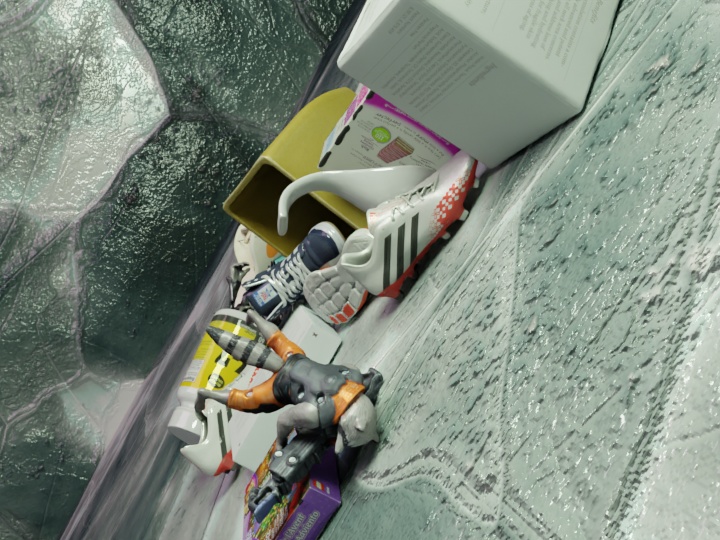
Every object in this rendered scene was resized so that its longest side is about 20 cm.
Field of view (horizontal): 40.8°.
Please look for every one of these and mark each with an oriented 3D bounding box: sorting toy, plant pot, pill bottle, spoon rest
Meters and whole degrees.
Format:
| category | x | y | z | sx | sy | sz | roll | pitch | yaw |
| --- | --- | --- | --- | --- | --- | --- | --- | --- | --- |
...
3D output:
| category | x | y | z | sx | sy | sz | roll | pitch | yaw |
| --- | --- | --- | --- | --- | --- | --- | --- | --- | --- |
| sorting toy | -0.194 | 0.004 | 1.827 | 0.182 | 0.106 | 0.200 | -70 | 15 | -7 |
| plant pot | -0.042 | -0.136 | 1.360 | 0.201 | 0.193 | 0.195 | -59 | 11 | -27 |
| pill bottle | -0.214 | 0.172 | 1.503 | 0.114 | 0.113 | 0.202 | -34 | 30 | 62 |
| spoon rest | 0.001 | -0.084 | 1.098 | 0.100 | 0.197 | 0.061 | 105 | 156 | -59 |

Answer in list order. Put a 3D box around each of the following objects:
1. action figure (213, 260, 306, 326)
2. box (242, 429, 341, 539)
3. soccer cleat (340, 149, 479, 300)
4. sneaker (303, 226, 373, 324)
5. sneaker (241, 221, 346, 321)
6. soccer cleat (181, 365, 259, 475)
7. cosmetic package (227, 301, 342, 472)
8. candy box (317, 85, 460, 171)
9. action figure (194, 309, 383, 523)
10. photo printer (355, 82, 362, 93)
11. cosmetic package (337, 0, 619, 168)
| category | x | y | z | sx | sy | sz | roll | pitch | yaw |
| --- | --- | --- | --- | --- | --- | --- | --- | --- | --- |
| action figure | -0.160 | 0.044 | 1.578 | 0.199 | 0.118 | 0.103 | -27 | 51 | 50 |
| box | -0.077 | 0.237 | 1.023 | 0.138 | 0.039 | 0.200 | -58 | 14 | 13 |
| soccer cleat | 0.054 | -0.058 | 1.045 | 0.201 | 0.085 | 0.069 | -55 | 14 | 25 |
| sneaker | 0.000 | 0.000 | 1.208 | 0.082 | 0.077 | 0.200 | -39 | -1 | -39 |
| sneaker | -0.090 | 0.007 | 1.294 | 0.108 | 0.071 | 0.200 | -35 | -1 | -29 |
| soccer cleat | -0.190 | 0.195 | 1.393 | 0.069 | 0.085 | 0.202 | -38 | 26 | 57 |
| cosmetic package | -0.103 | 0.150 | 1.272 | 0.202 | 0.051 | 0.151 | -60 | 11 | 2 |
| candy box | 0.054 | -0.174 | 1.169 | 0.200 | 0.135 | 0.061 | -50 | 19 | 37 |
| action figure | -0.073 | 0.131 | 0.935 | 0.201 | 0.191 | 0.105 | -54 | -30 | -36 |
| photo printer | 0.036 | -0.294 | 1.624 | 0.166 | 0.069 | 0.202 | -42 | 23 | 54 |
| cosmetic package | 0.116 | -0.240 | 0.940 | 0.166 | 0.199 | 0.169 | -31 | 32 | 62 |
